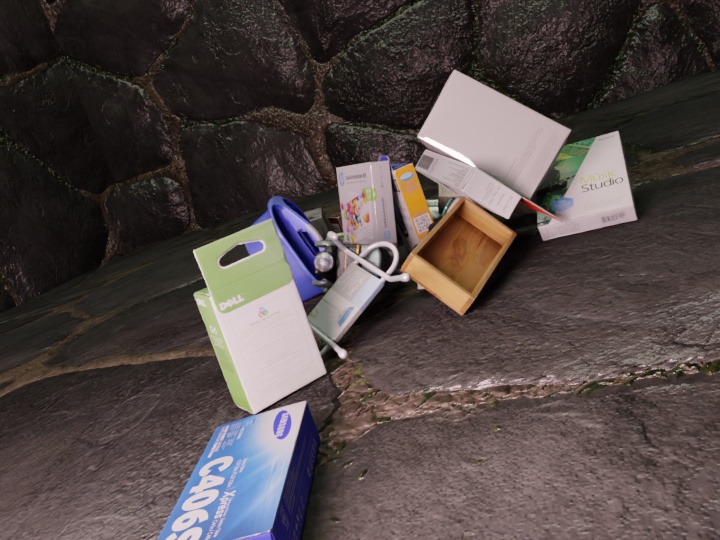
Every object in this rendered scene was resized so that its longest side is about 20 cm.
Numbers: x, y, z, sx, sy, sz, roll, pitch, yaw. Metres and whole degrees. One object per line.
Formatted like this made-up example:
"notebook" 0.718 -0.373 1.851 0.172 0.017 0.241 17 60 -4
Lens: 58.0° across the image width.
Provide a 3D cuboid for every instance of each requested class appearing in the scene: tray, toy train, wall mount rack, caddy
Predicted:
"tray" 0.140 -0.026 0.895 0.200 0.099 0.037 -45 -12 -51
"toy train" 0.000 0.000 0.991 0.114 0.085 0.200 3 -6 17
"wall mount rack" -0.018 0.036 0.823 0.200 0.075 0.174 -51 46 -7
"caddy" -0.113 -0.038 1.165 0.105 0.200 0.141 -32 9 21

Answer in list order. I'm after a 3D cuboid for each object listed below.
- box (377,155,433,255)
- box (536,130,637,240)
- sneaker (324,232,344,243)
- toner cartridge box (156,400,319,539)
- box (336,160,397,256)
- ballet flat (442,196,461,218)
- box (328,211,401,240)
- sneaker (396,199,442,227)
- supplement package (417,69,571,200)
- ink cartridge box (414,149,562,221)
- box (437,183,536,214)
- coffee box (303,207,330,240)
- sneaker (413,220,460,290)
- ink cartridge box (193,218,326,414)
"box" 0.085 -0.111 1.143 0.041 0.200 0.119 -21 13 -9
"box" 0.360 -0.141 1.057 0.144 0.036 0.200 -13 39 24
"sneaker" -0.081 -0.011 1.295 0.200 0.074 0.081 -26 19 4
"toner cartridge box" -0.092 0.179 0.528 0.095 0.043 0.200 -17 12 5
"box" 0.012 -0.088 1.149 0.041 0.201 0.156 -8 8 -23
"ballet flat" 0.185 -0.078 1.148 0.069 0.070 0.200 -17 -11 9
"box" 0.040 -0.107 1.427 0.200 0.100 0.075 -22 13 -16
"sneaker" 0.154 -0.104 1.364 0.199 0.085 0.073 2 -10 9
"supplement package" 0.210 -0.207 1.026 0.120 0.200 0.121 -61 -11 9
"ink cartridge box" 0.195 -0.121 1.025 0.044 0.173 0.200 -59 22 8
"box" 0.244 -0.161 1.204 0.199 0.095 0.078 2 -21 7
"coffee box" -0.102 -0.066 1.432 0.080 0.115 0.200 -19 11 0
"sneaker" 0.154 -0.042 1.002 0.078 0.089 0.200 -5 16 46
"ink cartridge box" -0.124 0.051 0.755 0.104 0.200 0.059 -25 16 -29
